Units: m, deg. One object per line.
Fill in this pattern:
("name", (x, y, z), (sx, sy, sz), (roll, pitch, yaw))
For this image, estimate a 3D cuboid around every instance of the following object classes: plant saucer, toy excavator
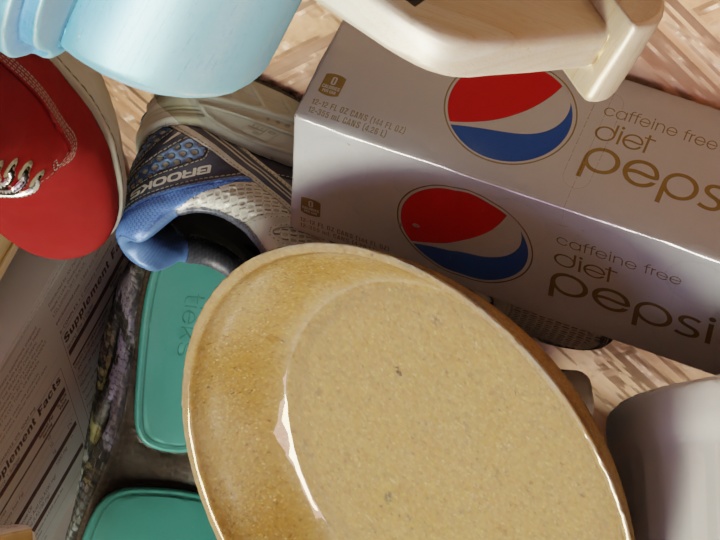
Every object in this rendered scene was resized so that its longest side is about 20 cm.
("plant saucer", (0.023, 0.075, 1.009), (0.200, 0.035, 0.201), (22, 128, 32))
("toy excavator", (-0.025, -0.099, 0.891), (0.200, 0.194, 0.100), (40, 129, 10))

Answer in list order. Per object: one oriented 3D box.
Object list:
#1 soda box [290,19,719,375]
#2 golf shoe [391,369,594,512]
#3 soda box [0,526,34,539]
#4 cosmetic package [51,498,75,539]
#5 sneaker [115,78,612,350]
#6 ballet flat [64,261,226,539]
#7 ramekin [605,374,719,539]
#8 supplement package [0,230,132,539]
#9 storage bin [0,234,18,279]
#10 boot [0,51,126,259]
("soda box", (0.078, -0.026, 1.004), (0.199, 0.064, 0.068), (19, 146, 10))
("golf shoe", (0.016, 0.061, 1.145), (0.200, 0.088, 0.077), (9, 109, 65))
("soda box", (-0.214, 0.135, 1.104), (0.200, 0.068, 0.064), (-4, 93, 38))
("cosmetic package", (-0.084, 0.169, 1.254), (0.199, 0.200, 0.123), (2, 138, 32))
("sneaker", (0.000, 0.000, 1.071), (0.199, 0.085, 0.077), (19, 146, 11))
("ballet flat", (-0.082, 0.080, 1.167), (0.072, 0.201, 0.072), (11, -179, 0))
("ramekin", (0.183, 0.101, 0.998), (0.200, 0.098, 0.201), (3, 166, 1))
("supplement package", (-0.207, 0.024, 1.180), (0.199, 0.156, 0.111), (13, 144, 20))
("storage bin", (-0.239, -0.027, 1.092), (0.198, 0.200, 0.094), (13, 146, 20))
("boot", (-0.133, -0.029, 0.964), (0.072, 0.145, 0.200), (-12, 144, 12))
